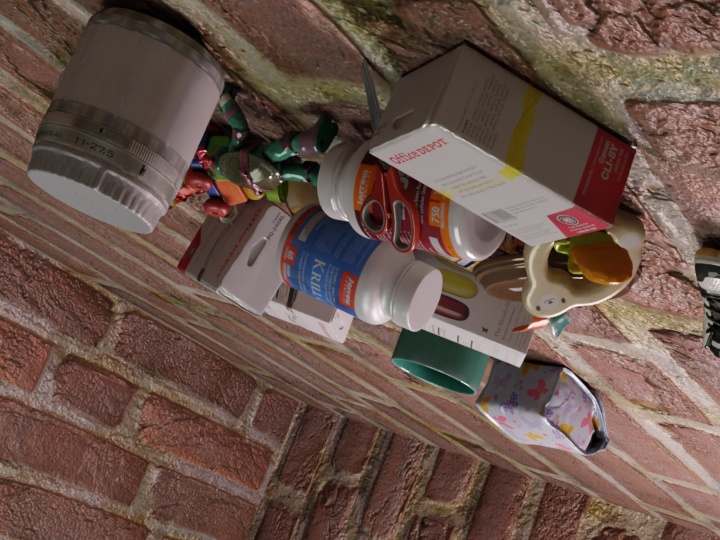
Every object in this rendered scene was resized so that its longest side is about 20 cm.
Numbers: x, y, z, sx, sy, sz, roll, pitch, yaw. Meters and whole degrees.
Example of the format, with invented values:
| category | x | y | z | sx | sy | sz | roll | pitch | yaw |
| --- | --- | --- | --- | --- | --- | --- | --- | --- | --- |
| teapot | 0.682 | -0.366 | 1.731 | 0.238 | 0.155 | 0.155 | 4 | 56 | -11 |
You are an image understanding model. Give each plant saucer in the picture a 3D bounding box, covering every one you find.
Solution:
| category | x | y | z | sx | sy | sz | roll | pitch | yaw |
| --- | --- | --- | --- | --- | --- | --- | --- | --- | --- |
| plant saucer | 0.229 | 0.011 | 1.354 | 0.196 | 0.030 | 0.200 | 2 | 169 | 0 |
| plant saucer | -0.026 | -0.070 | 1.593 | 0.197 | 0.036 | 0.200 | 22 | 167 | 5 |

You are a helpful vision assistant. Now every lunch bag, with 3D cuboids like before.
| category | x | y | z | sx | sy | sz | roll | pitch | yaw |
| --- | --- | --- | --- | --- | --- | --- | --- | --- | --- |
| lunch bag | 0.331 | 0.249 | 2.063 | 0.168 | 0.128 | 0.200 | 4 | 148 | 49 |

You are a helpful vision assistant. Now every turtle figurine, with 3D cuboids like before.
| category | x | y | z | sx | sy | sz | roll | pitch | yaw |
| --- | --- | --- | --- | --- | --- | --- | --- | --- | --- |
| turtle figurine | -0.110 | -0.137 | 1.347 | 0.197 | 0.102 | 0.150 | 8 | 161 | 31 |

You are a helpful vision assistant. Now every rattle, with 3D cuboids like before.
| category | x | y | z | sx | sy | sz | roll | pitch | yaw |
| --- | --- | --- | --- | --- | --- | --- | --- | --- | --- |
| rattle | 0.223 | 0.037 | 1.208 | 0.128 | 0.201 | 0.144 | 10 | -142 | -29 |

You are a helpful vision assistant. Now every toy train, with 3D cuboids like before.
| category | x | y | z | sx | sy | sz | roll | pitch | yaw |
| --- | --- | --- | --- | --- | --- | --- | --- | --- | --- |
| toy train | -0.145 | -0.109 | 1.527 | 0.114 | 0.086 | 0.201 | 5 | 156 | 14 |

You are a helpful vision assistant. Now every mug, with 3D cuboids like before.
| category | x | y | z | sx | sy | sz | roll | pitch | yaw |
| --- | --- | --- | --- | --- | --- | --- | --- | --- | --- |
| mug | 0.126 | 0.118 | 1.904 | 0.183 | 0.116 | 0.152 | 15 | 166 | 33 |

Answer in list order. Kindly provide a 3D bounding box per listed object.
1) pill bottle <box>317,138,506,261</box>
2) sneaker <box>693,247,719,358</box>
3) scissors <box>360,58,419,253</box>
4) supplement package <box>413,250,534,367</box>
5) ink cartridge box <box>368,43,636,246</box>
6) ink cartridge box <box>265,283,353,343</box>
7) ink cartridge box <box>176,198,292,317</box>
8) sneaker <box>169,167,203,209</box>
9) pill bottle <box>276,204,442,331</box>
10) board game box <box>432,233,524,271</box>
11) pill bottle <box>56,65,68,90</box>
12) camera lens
| category | x | y | z | sx | sy | sz | roll | pitch | yaw |
| --- | --- | --- | --- | --- | --- | --- | --- | --- | --- |
| pill bottle | 0.054 | -0.081 | 1.234 | 0.198 | 0.115 | 0.113 | 12 | 164 | 36 |
| sneaker | 0.396 | 0.047 | 1.228 | 0.075 | 0.089 | 0.200 | 14 | 163 | 38 |
| scissors | 0.030 | -0.108 | 1.143 | 0.072 | 0.014 | 0.203 | 26 | 132 | 31 |
| supplement package | 0.142 | 0.035 | 1.547 | 0.197 | 0.115 | 0.110 | 20 | 169 | 8 |
| ink cartridge box | 0.127 | -0.110 | 1.064 | 0.198 | 0.085 | 0.145 | 27 | 166 | -18 |
| ink cartridge box | -0.114 | 0.046 | 2.090 | 0.197 | 0.085 | 0.145 | 20 | 167 | 14 |
| ink cartridge box | -0.170 | -0.029 | 1.667 | 0.083 | 0.147 | 0.199 | 35 | 174 | -27 |
| sneaker | -0.247 | -0.122 | 1.645 | 0.197 | 0.086 | 0.077 | 18 | 167 | 22 |
| pill bottle | 0.000 | 0.000 | 1.461 | 0.198 | 0.113 | 0.112 | 23 | 169 | 28 |
| board game box | 0.105 | -0.055 | 1.404 | 0.197 | 0.047 | 0.151 | 24 | 167 | -6 |
| pill bottle | -0.301 | -0.184 | 1.435 | 0.110 | 0.113 | 0.200 | 19 | 167 | 14 |
| camera lens | -0.245 | -0.162 | 1.227 | 0.158 | 0.203 | 0.160 | 21 | 168 | 5 |
